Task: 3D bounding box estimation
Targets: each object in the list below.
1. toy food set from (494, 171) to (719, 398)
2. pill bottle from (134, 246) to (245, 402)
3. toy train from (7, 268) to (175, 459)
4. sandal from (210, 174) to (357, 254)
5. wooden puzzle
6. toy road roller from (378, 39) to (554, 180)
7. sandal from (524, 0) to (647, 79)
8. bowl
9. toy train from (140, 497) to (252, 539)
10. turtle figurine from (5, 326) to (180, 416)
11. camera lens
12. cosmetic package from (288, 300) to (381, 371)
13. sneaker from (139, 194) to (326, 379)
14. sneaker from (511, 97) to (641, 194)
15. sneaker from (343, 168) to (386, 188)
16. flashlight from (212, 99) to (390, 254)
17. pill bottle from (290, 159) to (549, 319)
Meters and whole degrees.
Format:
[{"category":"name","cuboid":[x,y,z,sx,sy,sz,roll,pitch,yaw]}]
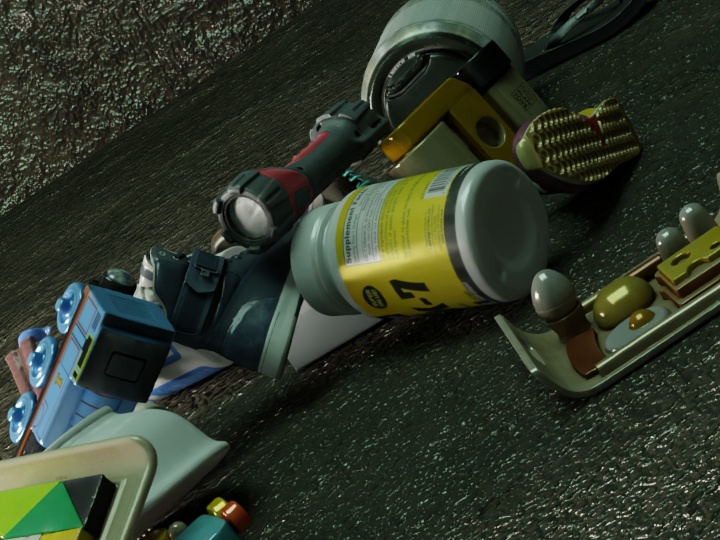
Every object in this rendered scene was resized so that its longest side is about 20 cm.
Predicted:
[{"category":"toy food set","cuboid":[0.193,0.003,1.355,0.200,0.061,0.144,-34,14,2]},{"category":"pill bottle","cuboid":[-0.166,0.049,1.853,0.200,0.112,0.112,-26,16,42]},{"category":"toy train","cuboid":[-0.229,0.099,1.614,0.201,0.086,0.114,-64,29,13]},{"category":"sandal","cuboid":[-0.072,-0.033,1.820,0.199,0.082,0.055,-23,35,38]},{"category":"wooden puzzle","cuboid":[-0.238,0.216,1.371,0.184,0.037,0.201,-14,51,38]},{"category":"toy road roller","cuboid":[0.091,-0.104,1.811,0.200,0.123,0.146,-46,4,-39]},{"category":"sandal","cuboid":[0.232,-0.267,2.148,0.199,0.043,0.076,-29,16,21]},{"category":"bowl","cuboid":[-0.205,0.170,1.509,0.201,0.090,0.201,-40,-5,-4]},{"category":"toy train","cuboid":[-0.152,0.239,1.378,0.199,0.056,0.150,-29,17,31]},{"category":"turtle figurine","cuboid":[-0.237,0.153,1.783,0.143,0.201,0.194,-17,26,-30]},{"category":"camera lens","cuboid":[0.089,-0.201,2.021,0.159,0.160,0.200,-29,15,19]},{"category":"cosmetic package","cuboid":[0.000,0.000,1.795,0.150,0.052,0.200,-29,16,16]},{"category":"sneaker","cuboid":[-0.112,-0.008,1.690,0.077,0.145,0.203,103,-177,-46]},{"category":"sneaker","cuboid":[0.165,-0.093,1.648,0.090,0.075,0.200,-29,-8,31]},{"category":"sneaker","cuboid":[-0.023,-0.077,2.007,0.078,0.091,0.200,-42,17,-26]},{"category":"flashlight","cuboid":[-0.053,-0.088,1.694,0.068,0.068,0.200,-44,3,40]},{"category":"pill bottle","cuboid":[0.046,-0.020,1.593,0.199,0.115,0.114,-10,27,41]}]
